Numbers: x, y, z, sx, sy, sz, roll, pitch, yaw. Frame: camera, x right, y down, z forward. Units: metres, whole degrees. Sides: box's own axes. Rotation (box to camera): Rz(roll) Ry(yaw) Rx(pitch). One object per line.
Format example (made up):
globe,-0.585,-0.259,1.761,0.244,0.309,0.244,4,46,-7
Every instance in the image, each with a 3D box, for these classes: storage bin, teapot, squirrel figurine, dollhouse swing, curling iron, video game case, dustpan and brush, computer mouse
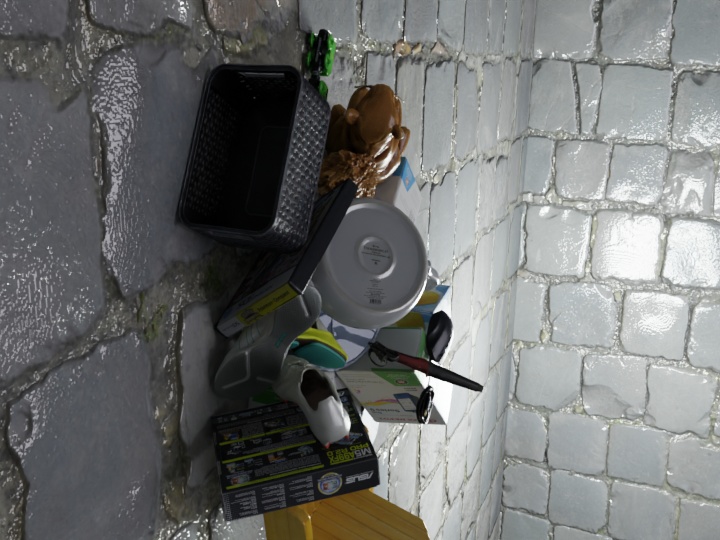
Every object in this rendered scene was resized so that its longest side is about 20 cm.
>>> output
storage bin,-0.125,-0.134,0.931,0.094,0.132,0.206,28,71,-67
teapot,0.000,0.000,1.128,0.197,0.201,0.146,-43,-179,-27
squirrel figurine,0.007,-0.185,1.178,0.187,0.139,0.205,151,-38,-77
dollhouse swing,-0.007,0.324,1.049,0.200,0.172,0.187,-42,135,-53
curling iron,0.098,0.154,1.177,0.050,0.195,0.026,-95,-151,-66
video game case,-0.097,-0.017,1.014,0.025,0.179,0.202,42,47,-18
dustpan and brush,0.005,0.313,1.536,0.199,0.056,0.143,33,67,-59
computer mouse,0.122,0.152,1.231,0.059,0.033,0.204,59,37,-49

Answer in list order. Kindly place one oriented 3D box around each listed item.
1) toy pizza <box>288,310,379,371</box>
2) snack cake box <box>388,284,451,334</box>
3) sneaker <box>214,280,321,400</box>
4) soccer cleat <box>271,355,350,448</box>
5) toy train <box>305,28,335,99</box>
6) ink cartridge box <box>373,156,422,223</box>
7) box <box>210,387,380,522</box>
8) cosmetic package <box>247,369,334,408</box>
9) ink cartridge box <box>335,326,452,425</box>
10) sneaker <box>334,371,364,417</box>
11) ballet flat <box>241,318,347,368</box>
toy pizza,-0.051,0.056,1.207,0.195,0.032,0.207,-4,98,-28
snack cake box,0.054,0.069,1.368,0.115,0.195,0.069,-47,138,-55
sneaker,-0.124,0.087,1.024,0.070,0.081,0.201,35,101,-26
soccer cleat,-0.069,0.149,1.001,0.068,0.199,0.079,-24,121,-19
toy train,-0.070,-0.263,1.167,0.056,0.041,0.206,38,61,-78
ink cartridge box,0.014,-0.078,1.321,0.129,0.122,0.205,58,45,-58
box,-0.088,0.230,0.988,0.161,0.194,0.045,-123,-154,-60
cosmetic package,-0.109,0.243,1.133,0.084,0.105,0.206,12,84,-68
ink cartridge box,0.062,0.182,1.311,0.201,0.141,0.089,57,38,-50
sneaker,-0.050,0.207,1.322,0.115,0.073,0.205,-48,135,-55
ballet flat,-0.091,0.091,1.129,0.197,0.066,0.069,22,57,-42
